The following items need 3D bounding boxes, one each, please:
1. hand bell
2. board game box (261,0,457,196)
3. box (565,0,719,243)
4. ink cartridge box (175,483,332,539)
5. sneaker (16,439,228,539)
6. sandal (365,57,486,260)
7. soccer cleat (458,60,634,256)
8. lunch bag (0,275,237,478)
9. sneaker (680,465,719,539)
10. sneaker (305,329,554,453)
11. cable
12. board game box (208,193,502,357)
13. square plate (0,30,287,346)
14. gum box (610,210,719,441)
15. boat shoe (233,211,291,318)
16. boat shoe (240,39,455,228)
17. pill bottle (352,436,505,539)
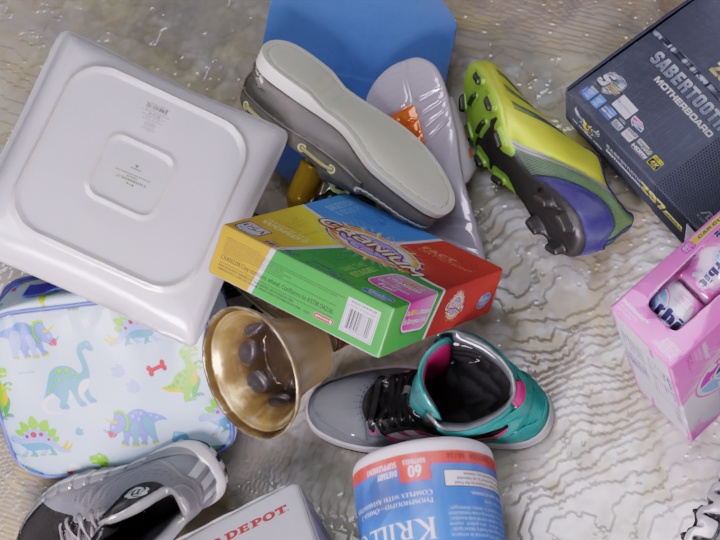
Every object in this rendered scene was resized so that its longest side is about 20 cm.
[{"bbox_3d":[-0.018,0.049,1.676,0.199,0.105,0.104,-23,57,-43],"label":"hand bell"},{"bbox_3d":[-0.008,-0.163,1.800,0.157,0.039,0.202,10,94,-4],"label":"board game box"},{"bbox_3d":[0.284,-0.112,1.715,0.157,0.051,0.200,-34,66,-12],"label":"box"},{"bbox_3d":[-0.072,0.274,1.595,0.146,0.083,0.201,-26,38,3],"label":"ink cartridge box"},{"bbox_3d":[-0.203,0.199,1.652,0.199,0.116,0.075,-29,100,22],"label":"sneaker"},{"bbox_3d":[0.060,-0.069,1.760,0.079,0.059,0.208,-15,87,21],"label":"sandal"},{"bbox_3d":[0.150,-0.094,1.753,0.083,0.065,0.201,-16,58,-26],"label":"soccer cleat"},{"bbox_3d":[-0.194,0.074,1.704,0.198,0.162,0.083,-8,23,13],"label":"lunch bag"},{"bbox_3d":[0.310,0.157,1.609,0.090,0.066,0.201,23,80,17],"label":"sneaker"},{"bbox_3d":[0.044,0.097,1.658,0.198,0.121,0.084,-2,69,13],"label":"sneaker"},{"bbox_3d":[-0.056,-0.008,1.773,0.097,0.050,0.200,39,98,-14],"label":"cable"},{"bbox_3d":[0.000,0.000,1.625,0.152,0.200,0.041,26,109,21],"label":"board game box"},{"bbox_3d":[-0.178,-0.069,1.642,0.199,0.028,0.199,24,67,-3],"label":"square plate"},{"bbox_3d":[0.256,0.040,1.589,0.113,0.200,0.066,-42,66,-4],"label":"gum box"},{"bbox_3d":[-0.075,-0.003,1.705,0.199,0.076,0.072,31,95,-12],"label":"boat shoe"},{"bbox_3d":[-0.012,-0.100,1.719,0.201,0.072,0.060,41,125,8],"label":"boat shoe"},{"bbox_3d":[0.059,0.235,1.606,0.111,0.112,0.202,-11,68,8],"label":"pill bottle"}]
